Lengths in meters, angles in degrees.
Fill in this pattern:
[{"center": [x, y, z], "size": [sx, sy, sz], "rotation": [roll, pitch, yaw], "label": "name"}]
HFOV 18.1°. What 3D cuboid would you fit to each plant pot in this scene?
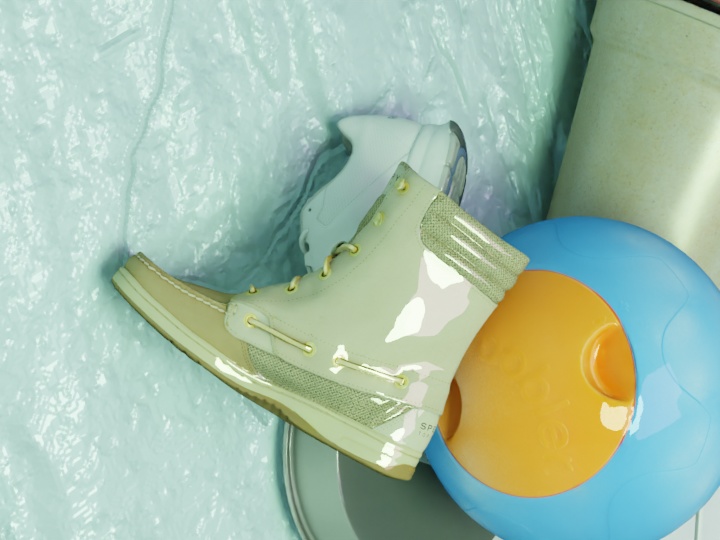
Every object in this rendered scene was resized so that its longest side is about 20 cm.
[{"center": [0.209, -0.071, 1.475], "size": [0.200, 0.200, 0.185], "rotation": [16, 99, -44], "label": "plant pot"}]

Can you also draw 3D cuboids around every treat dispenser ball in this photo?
[{"center": [0.130, 0.069, 1.344], "size": [0.200, 0.200, 0.203], "rotation": [-11, 107, -42], "label": "treat dispenser ball"}]

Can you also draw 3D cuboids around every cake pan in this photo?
[{"center": [0.036, 0.106, 1.421], "size": [0.199, 0.037, 0.202], "rotation": [-5, 97, -43], "label": "cake pan"}]

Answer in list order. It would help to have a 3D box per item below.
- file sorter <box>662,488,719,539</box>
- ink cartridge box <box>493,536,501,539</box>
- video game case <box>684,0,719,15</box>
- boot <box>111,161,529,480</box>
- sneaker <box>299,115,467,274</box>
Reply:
[{"center": [0.225, 0.193, 1.512], "size": [0.198, 0.124, 0.140], "rotation": [9, 84, -28], "label": "file sorter"}, {"center": [0.040, 0.265, 1.481], "size": [0.159, 0.047, 0.202], "rotation": [6, 78, -44], "label": "ink cartridge box"}, {"center": [0.225, -0.181, 1.480], "size": [0.199, 0.143, 0.018], "rotation": [20, 98, -44], "label": "video game case"}, {"center": [-0.022, 0.003, 1.257], "size": [0.156, 0.199, 0.073], "rotation": [-59, 176, 0], "label": "boot"}, {"center": [0.000, 0.000, 1.345], "size": [0.075, 0.086, 0.202], "rotation": [65, 42, -69], "label": "sneaker"}]
